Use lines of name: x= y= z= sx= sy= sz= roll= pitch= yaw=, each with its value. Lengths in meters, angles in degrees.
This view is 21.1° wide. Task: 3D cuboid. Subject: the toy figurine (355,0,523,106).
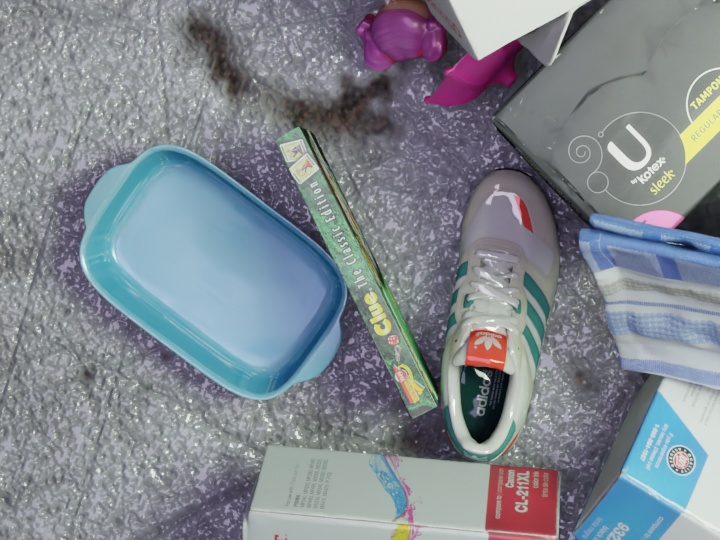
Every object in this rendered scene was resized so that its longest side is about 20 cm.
toy figurine: x=0.036 y=-0.198 z=1.272 sx=0.199 sy=0.150 sz=0.185 roll=-5 pitch=102 yaw=26

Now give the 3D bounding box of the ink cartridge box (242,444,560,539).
ink cartridge box: x=0.026 y=0.201 z=1.273 sx=0.199 sy=0.083 sz=0.146 roll=5 pitch=120 yaw=5

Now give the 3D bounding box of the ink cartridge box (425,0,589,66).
ink cartridge box: x=0.077 y=-0.228 z=1.123 sx=0.125 sy=0.129 sz=0.200 roll=-28 pitch=114 yaw=1

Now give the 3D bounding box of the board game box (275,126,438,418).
board game box: x=0.000 y=0.000 z=1.282 sx=0.023 sy=0.105 sz=0.201 roll=-26 pitch=89 yaw=1

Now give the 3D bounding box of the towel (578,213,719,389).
towel: x=0.208 y=0.029 z=1.131 sx=0.146 sy=0.200 sz=0.024 roll=12 pitch=69 yaw=20

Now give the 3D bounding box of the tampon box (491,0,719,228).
tampon box: x=0.177 y=-0.101 z=1.216 sx=0.126 sy=0.200 sz=0.150 roll=44 pitch=95 yaw=1

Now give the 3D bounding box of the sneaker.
sneaker: x=0.093 y=0.032 z=1.281 sx=0.070 sy=0.093 sz=0.201 roll=9 pitch=93 yaw=4

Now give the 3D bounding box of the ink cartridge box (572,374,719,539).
ink cartridge box: x=0.259 y=0.153 z=1.242 sx=0.200 sy=0.145 sz=0.084 roll=31 pitch=137 yaw=3

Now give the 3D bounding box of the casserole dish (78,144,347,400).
casserole dish: x=-0.098 y=0.000 z=1.318 sx=0.200 sy=0.039 sz=0.121 roll=36 pitch=100 yaw=3
